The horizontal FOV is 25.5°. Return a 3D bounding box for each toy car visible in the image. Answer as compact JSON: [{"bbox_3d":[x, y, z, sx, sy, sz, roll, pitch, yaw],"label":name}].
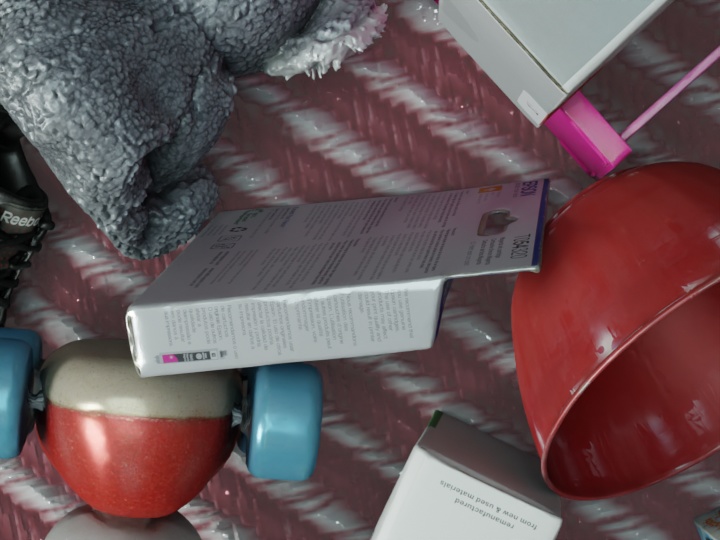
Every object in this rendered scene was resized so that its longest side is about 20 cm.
[{"bbox_3d":[-0.125,0.139,0.852,0.183,0.177,0.201,6,90,-8],"label":"toy car"}]

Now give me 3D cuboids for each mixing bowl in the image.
[{"bbox_3d":[0.154,0.017,0.831,0.200,0.200,0.109,-38,58,8],"label":"mixing bowl"}]

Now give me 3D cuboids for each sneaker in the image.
[{"bbox_3d":[-0.226,-0.008,0.914,0.097,0.071,0.202,1,92,29],"label":"sneaker"}]

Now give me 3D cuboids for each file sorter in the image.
[{"bbox_3d":[0.108,-0.166,0.839,0.125,0.139,0.200,-42,87,4],"label":"file sorter"}]

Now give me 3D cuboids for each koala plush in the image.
[{"bbox_3d":[-0.097,-0.131,0.862,0.200,0.184,0.178,-36,88,-4],"label":"koala plush"}]

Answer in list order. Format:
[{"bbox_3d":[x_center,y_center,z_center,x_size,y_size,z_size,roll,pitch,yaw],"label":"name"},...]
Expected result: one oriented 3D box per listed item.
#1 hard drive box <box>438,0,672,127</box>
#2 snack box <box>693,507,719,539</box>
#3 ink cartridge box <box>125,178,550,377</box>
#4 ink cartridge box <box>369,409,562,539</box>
[{"bbox_3d":[0.129,-0.163,0.692,0.200,0.156,0.077,-43,89,3],"label":"hard drive box"},{"bbox_3d":[0.243,0.226,0.847,0.037,0.116,0.201,-24,89,1],"label":"snack box"},{"bbox_3d":[0.000,0.000,0.828,0.199,0.196,0.044,-4,104,10],"label":"ink cartridge box"},{"bbox_3d":[0.032,0.191,0.860,0.087,0.145,0.201,26,95,5],"label":"ink cartridge box"}]
